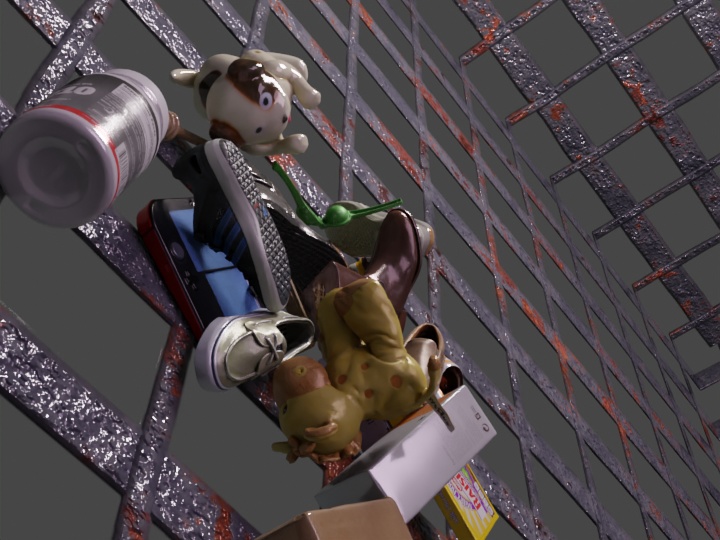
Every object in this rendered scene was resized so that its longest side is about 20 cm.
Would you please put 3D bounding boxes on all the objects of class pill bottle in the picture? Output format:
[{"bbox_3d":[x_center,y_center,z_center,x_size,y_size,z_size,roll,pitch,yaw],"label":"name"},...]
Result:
[{"bbox_3d":[-0.262,-0.127,1.094,0.114,0.114,0.200,52,20,-14],"label":"pill bottle"}]

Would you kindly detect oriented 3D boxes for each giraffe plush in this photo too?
[{"bbox_3d":[-0.023,0.128,1.173,0.200,0.162,0.173,47,-29,29],"label":"giraffe plush"}]

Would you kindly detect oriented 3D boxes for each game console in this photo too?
[{"bbox_3d":[-0.162,-0.001,1.262,0.177,0.031,0.200,60,21,6],"label":"game console"}]

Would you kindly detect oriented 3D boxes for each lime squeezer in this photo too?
[{"bbox_3d":[-0.041,-0.088,1.479,0.199,0.071,0.038,14,9,-31],"label":"lime squeezer"}]

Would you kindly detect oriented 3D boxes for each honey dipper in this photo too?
[{"bbox_3d":[-0.210,-0.164,1.393,0.038,0.038,0.200,64,17,18],"label":"honey dipper"}]

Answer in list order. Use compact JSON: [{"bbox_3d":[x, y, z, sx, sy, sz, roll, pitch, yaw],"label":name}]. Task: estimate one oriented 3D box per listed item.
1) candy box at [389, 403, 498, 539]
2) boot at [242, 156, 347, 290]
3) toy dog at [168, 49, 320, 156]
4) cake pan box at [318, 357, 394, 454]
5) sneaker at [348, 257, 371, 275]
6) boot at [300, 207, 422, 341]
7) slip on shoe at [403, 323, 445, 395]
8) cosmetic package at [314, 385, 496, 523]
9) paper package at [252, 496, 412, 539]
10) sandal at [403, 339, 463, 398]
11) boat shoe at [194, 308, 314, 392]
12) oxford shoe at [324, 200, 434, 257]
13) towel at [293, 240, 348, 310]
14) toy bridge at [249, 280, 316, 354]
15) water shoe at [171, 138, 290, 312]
[{"bbox_3d":[0.101,0.241,1.386,0.200,0.026,0.102,59,24,2],"label":"candy box"},{"bbox_3d":[-0.094,-0.062,1.411,0.200,0.068,0.131,44,14,-40],"label":"boot"},{"bbox_3d":[-0.143,-0.222,1.425,0.193,0.140,0.200,28,10,-15],"label":"toy dog"},{"bbox_3d":[0.040,0.180,1.438,0.201,0.052,0.184,62,18,12],"label":"cake pan box"},{"bbox_3d":[0.051,0.000,1.646,0.075,0.090,0.200,60,12,5],"label":"sneaker"},{"bbox_3d":[0.000,0.000,1.381,0.200,0.064,0.187,14,79,-58],"label":"boot"},{"bbox_3d":[0.072,0.115,1.404,0.200,0.076,0.061,-29,129,-73],"label":"slip on shoe"},{"bbox_3d":[0.053,0.214,1.244,0.200,0.101,0.071,-33,90,-48],"label":"cosmetic package"},{"bbox_3d":[-0.008,0.324,1.035,0.190,0.103,0.201,13,49,-61],"label":"paper package"},{"bbox_3d":[0.122,0.167,1.562,0.207,0.059,0.079,57,-7,46],"label":"sandal"},{"bbox_3d":[-0.109,0.076,1.184,0.200,0.062,0.072,-34,120,-67],"label":"boat shoe"},{"bbox_3d":[0.024,-0.052,1.546,0.058,0.200,0.076,-2,102,-44],"label":"oxford shoe"},{"bbox_3d":[-0.046,0.022,1.513,0.147,0.022,0.200,61,19,9],"label":"towel"},{"bbox_3d":[-0.108,0.006,1.315,0.200,0.027,0.067,58,20,-18],"label":"toy bridge"},{"bbox_3d":[-0.140,-0.043,1.232,0.072,0.079,0.201,-42,113,-72],"label":"water shoe"}]
